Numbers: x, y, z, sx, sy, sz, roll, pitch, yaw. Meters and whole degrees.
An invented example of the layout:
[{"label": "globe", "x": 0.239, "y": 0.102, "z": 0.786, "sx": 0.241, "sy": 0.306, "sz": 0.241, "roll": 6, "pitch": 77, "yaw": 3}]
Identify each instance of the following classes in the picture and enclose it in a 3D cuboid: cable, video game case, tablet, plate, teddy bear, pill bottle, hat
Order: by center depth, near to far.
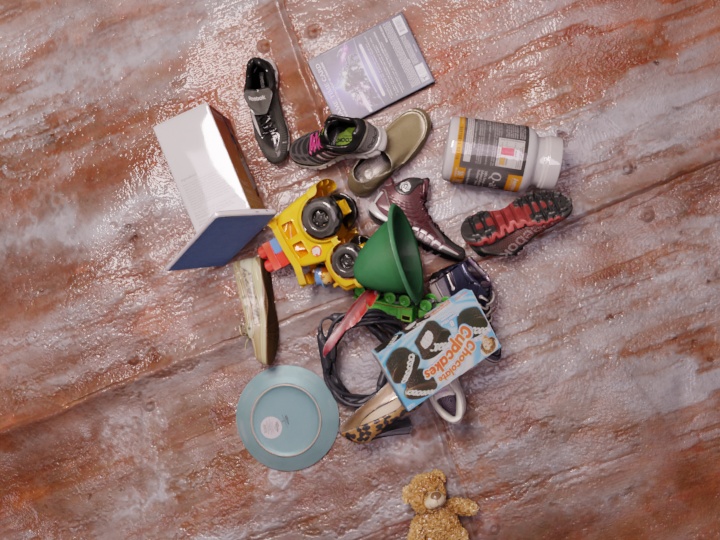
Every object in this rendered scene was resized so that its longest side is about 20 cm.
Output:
[{"label": "hat", "x": 0.000, "y": 0.000, "z": 1.180, "sx": 0.175, "sy": 0.201, "sz": 0.167, "roll": -16, "pitch": 119, "yaw": 17}, {"label": "tablet", "x": -0.245, "y": -0.053, "z": 1.235, "sx": 0.200, "sy": 0.129, "sz": 0.014, "roll": -37, "pitch": 69, "yaw": 42}, {"label": "pill bottle", "x": 0.248, "y": -0.202, "z": 1.250, "sx": 0.198, "sy": 0.116, "sz": 0.118, "roll": 9, "pitch": 92, "yaw": 4}, {"label": "teddy bear", "x": 0.149, "y": 0.471, "z": 1.292, "sx": 0.143, "sy": 0.067, "sz": 0.202, "roll": -3, "pitch": 91, "yaw": 1}, {"label": "cable", "x": 0.007, "y": 0.165, "z": 1.299, "sx": 0.161, "sy": 0.051, "sz": 0.202, "roll": -10, "pitch": 104, "yaw": -2}, {"label": "video game case", "x": 0.019, "y": -0.369, "z": 1.310, "sx": 0.199, "sy": 0.019, "sz": 0.144, "roll": -26, "pitch": 89, "yaw": 5}, {"label": "plate", "x": -0.139, "y": 0.280, "z": 1.327, "sx": 0.198, "sy": 0.026, "sz": 0.202, "roll": 0, "pitch": 92, "yaw": 3}]

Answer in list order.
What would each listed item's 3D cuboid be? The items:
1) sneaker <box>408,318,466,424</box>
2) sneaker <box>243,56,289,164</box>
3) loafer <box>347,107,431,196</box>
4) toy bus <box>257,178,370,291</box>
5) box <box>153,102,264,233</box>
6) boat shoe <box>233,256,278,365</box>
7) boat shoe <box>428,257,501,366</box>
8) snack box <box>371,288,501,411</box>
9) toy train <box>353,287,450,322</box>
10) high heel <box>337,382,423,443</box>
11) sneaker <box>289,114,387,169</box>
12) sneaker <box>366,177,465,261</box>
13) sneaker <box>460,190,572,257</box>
[{"label": "sneaker", "x": 0.143, "y": 0.181, "z": 1.271, "sx": 0.074, "sy": 0.100, "sz": 0.201, "roll": -24, "pitch": 88, "yaw": 6}, {"label": "sneaker", "x": -0.177, "y": -0.295, "z": 1.285, "sx": 0.066, "sy": 0.090, "sz": 0.202, "roll": -9, "pitch": 90, "yaw": 10}, {"label": "loafer", "x": 0.055, "y": -0.215, "z": 1.285, "sx": 0.076, "sy": 0.067, "sz": 0.200, "roll": 41, "pitch": 93, "yaw": 2}, {"label": "toy bus", "x": -0.081, "y": -0.036, "z": 1.274, "sx": 0.191, "sy": 0.136, "sz": 0.201, "roll": -30, "pitch": 92, "yaw": 17}, {"label": "box", "x": -0.263, "y": -0.174, "z": 1.264, "sx": 0.106, "sy": 0.152, "sz": 0.202, "roll": -22, "pitch": 90, "yaw": 4}, {"label": "boat shoe", "x": -0.194, "y": 0.077, "z": 1.309, "sx": 0.062, "sy": 0.073, "sz": 0.202, "roll": -8, "pitch": 80, "yaw": 10}, {"label": "boat shoe", "x": 0.209, "y": 0.072, "z": 1.261, "sx": 0.093, "sy": 0.075, "sz": 0.201, "roll": -37, "pitch": 88, "yaw": 40}, {"label": "snack box", "x": 0.130, "y": 0.134, "z": 1.202, "sx": 0.199, "sy": 0.037, "sz": 0.117, "roll": -33, "pitch": 102, "yaw": -11}, {"label": "toy train", "x": 0.076, "y": 0.062, "z": 1.278, "sx": 0.198, "sy": 0.042, "sz": 0.057, "roll": 11, "pitch": 116, "yaw": 24}, {"label": "high heel", "x": 0.038, "y": 0.222, "z": 1.246, "sx": 0.141, "sy": 0.072, "sz": 0.202, "roll": -2, "pitch": 120, "yaw": -21}, {"label": "sneaker", "x": -0.055, "y": -0.234, "z": 1.253, "sx": 0.198, "sy": 0.087, "sz": 0.075, "roll": -2, "pitch": 72, "yaw": 32}, {"label": "sneaker", "x": 0.120, "y": -0.105, "z": 1.283, "sx": 0.199, "sy": 0.076, "sz": 0.116, "roll": 28, "pitch": 85, "yaw": 0}, {"label": "sneaker", "x": 0.282, "y": -0.078, "z": 1.261, "sx": 0.199, "sy": 0.098, "sz": 0.071, "roll": -19, "pitch": 50, "yaw": 9}]
